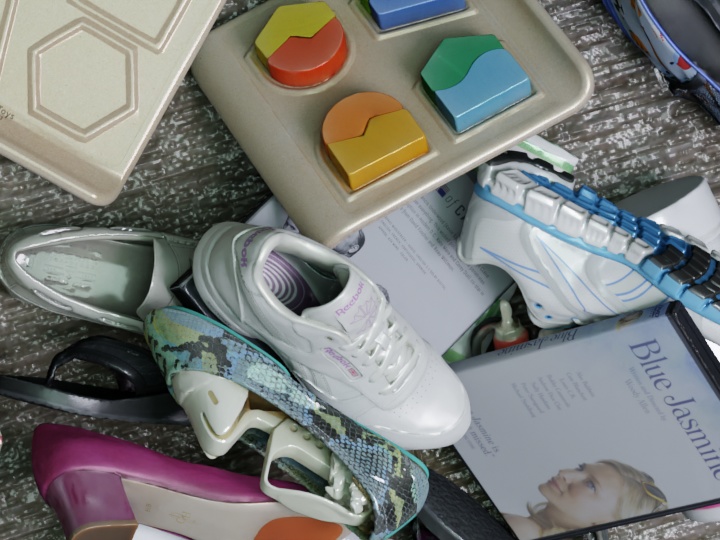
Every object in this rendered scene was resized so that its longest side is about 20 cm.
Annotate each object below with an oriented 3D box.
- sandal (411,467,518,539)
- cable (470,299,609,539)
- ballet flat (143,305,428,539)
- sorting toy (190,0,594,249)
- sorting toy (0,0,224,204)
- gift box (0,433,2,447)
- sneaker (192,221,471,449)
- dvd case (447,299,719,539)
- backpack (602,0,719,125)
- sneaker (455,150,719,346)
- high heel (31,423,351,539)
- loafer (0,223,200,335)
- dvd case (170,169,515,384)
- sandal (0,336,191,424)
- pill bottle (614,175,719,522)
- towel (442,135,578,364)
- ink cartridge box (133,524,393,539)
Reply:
[{"bbox_3d":[0.083,0.196,1.790,0.200,0.075,0.048,41,103,-12],"label":"sandal"},{"bbox_3d":[0.114,0.106,1.781,0.097,0.050,0.200,5,110,14],"label":"cable"},{"bbox_3d":[-0.054,0.094,1.650,0.200,0.074,0.074,31,88,7],"label":"ballet flat"},{"bbox_3d":[0.015,-0.125,1.708,0.200,0.036,0.185,-31,56,-6],"label":"sorting toy"},{"bbox_3d":[-0.188,-0.167,1.715,0.185,0.036,0.200,29,84,-13],"label":"sorting toy"},{"bbox_3d":[-0.313,0.083,1.634,0.184,0.187,0.200,-14,82,-12],"label":"gift box"},{"bbox_3d":[-0.008,0.043,1.655,0.200,0.100,0.075,37,71,-19],"label":"sneaker"},{"bbox_3d":[0.146,0.098,1.722,0.143,0.200,0.018,56,39,-22],"label":"dvd case"},{"bbox_3d":[0.247,-0.185,1.750,0.190,0.154,0.200,43,79,-20],"label":"backpack"},{"bbox_3d":[0.148,0.007,1.700,0.200,0.075,0.087,29,113,10],"label":"sneaker"},{"bbox_3d":[-0.098,0.126,1.689,0.200,0.096,0.067,6,131,-32],"label":"high heel"},{"bbox_3d":[-0.123,0.011,1.720,0.200,0.070,0.070,7,88,-7],"label":"loafer"},{"bbox_3d":[0.000,0.000,1.730,0.200,0.025,0.150,-45,104,-22],"label":"dvd case"},{"bbox_3d":[-0.131,0.068,1.727,0.200,0.075,0.048,6,90,-21],"label":"sandal"},{"bbox_3d":[0.216,0.049,1.781,0.113,0.113,0.200,-27,99,-8],"label":"pill bottle"},{"bbox_3d":[0.034,-0.017,1.784,0.152,0.023,0.200,27,89,-13],"label":"towel"},{"bbox_3d":[-0.081,0.230,1.741,0.200,0.084,0.176,21,74,-13],"label":"ink cartridge box"}]
